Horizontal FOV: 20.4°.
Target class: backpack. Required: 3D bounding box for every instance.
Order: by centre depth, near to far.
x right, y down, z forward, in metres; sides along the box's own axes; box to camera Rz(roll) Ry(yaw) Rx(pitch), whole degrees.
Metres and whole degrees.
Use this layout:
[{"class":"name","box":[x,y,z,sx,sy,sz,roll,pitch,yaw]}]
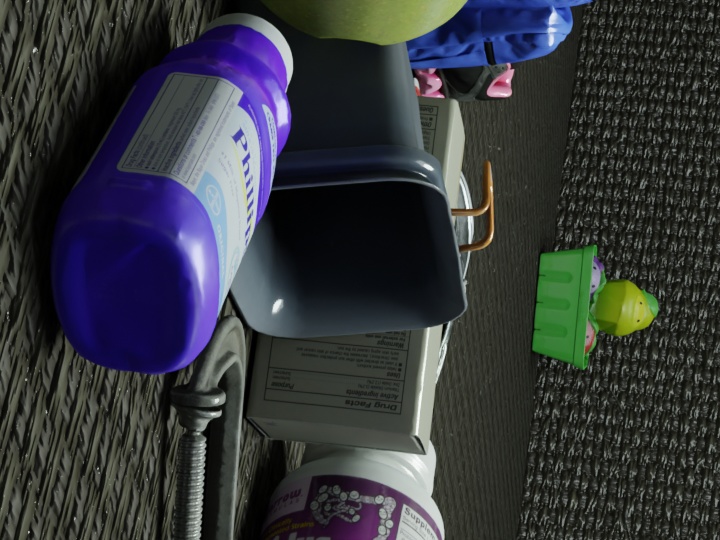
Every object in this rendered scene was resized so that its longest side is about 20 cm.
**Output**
[{"class":"backpack","box":[0.090,-0.216,1.242,0.163,0.198,0.170,-66,148,-68]}]

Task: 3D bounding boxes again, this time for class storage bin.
[{"class":"storage bin","box":[-0.004,-0.064,1.057,0.200,0.144,0.136,72,15,-68]}]

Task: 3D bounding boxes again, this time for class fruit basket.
[{"class":"fruit basket","box":[0.388,0.060,3.277,0.155,0.213,0.218,-1,96,-81]}]

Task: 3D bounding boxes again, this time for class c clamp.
[{"class":"c clamp","box":[-0.079,0.125,0.993,0.171,0.027,0.202,-14,109,-80]}]

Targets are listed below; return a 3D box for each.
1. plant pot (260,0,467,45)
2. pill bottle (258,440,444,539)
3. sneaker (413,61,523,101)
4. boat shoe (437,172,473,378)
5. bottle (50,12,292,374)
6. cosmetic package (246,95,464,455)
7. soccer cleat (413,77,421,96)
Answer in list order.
[{"class":"plant pot","box":[0.007,-0.209,0.928,0.185,0.198,0.202,103,-2,-62]},{"class":"pill bottle","box":[-0.010,0.183,1.184,0.113,0.111,0.201,85,13,-46]},{"class":"sneaker","box":[0.086,-0.190,1.623,0.200,0.094,0.080,65,34,-69]},{"class":"boat shoe","box":[0.047,0.009,1.560,0.068,0.073,0.201,-153,-103,-85]},{"class":"bottle","box":[-0.071,-0.043,0.832,0.201,0.065,0.084,-71,165,-56]},{"class":"cosmetic package","box":[0.000,0.000,1.177,0.073,0.102,0.202,62,35,-74]},{"class":"soccer cleat","box":[0.008,-0.068,1.305,0.200,0.068,0.086,81,12,-72]}]
